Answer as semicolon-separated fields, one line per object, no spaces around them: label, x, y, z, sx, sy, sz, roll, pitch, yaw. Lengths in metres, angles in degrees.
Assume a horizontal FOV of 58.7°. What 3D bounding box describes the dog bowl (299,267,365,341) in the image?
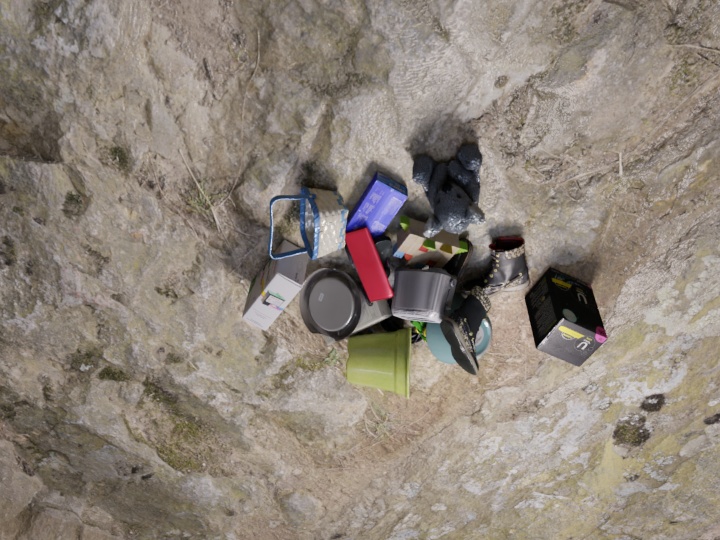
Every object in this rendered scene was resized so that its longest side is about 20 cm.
dog bowl;-0.073;0.092;1.775;0.194;0.058;0.207;1;93;25

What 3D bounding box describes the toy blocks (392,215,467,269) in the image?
toy blocks;0.163;-0.058;1.688;0.195;0.102;0.137;14;143;-20

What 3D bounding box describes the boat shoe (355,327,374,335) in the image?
boat shoe;0.020;0.233;1.935;0.071;0.073;0.201;-23;124;22

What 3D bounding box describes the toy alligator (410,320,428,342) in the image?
toy alligator;0.182;0.154;1.816;0.054;0.059;0.201;-45;114;-12

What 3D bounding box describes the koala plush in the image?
koala plush;0.221;-0.162;1.521;0.172;0.203;0.187;-12;128;12

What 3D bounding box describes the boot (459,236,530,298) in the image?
boot;0.358;-0.006;1.719;0.194;0.074;0.153;-9;129;6

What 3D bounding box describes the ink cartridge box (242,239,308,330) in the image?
ink cartridge box;-0.233;0.039;1.748;0.083;0.147;0.200;29;126;-20

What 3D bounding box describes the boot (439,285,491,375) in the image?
boot;0.298;0.160;1.685;0.073;0.154;0.206;15;143;49

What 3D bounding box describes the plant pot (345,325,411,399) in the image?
plant pot;0.053;0.257;1.819;0.178;0.203;0.205;1;130;5

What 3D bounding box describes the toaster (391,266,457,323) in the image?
toaster;0.159;0.064;1.704;0.196;0.133;0.113;3;168;37

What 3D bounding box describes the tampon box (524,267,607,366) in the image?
tampon box;0.551;0.125;1.730;0.146;0.203;0.128;21;128;-14

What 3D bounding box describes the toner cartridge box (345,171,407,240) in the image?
toner cartridge box;0.033;-0.148;1.646;0.093;0.044;0.201;24;127;-16

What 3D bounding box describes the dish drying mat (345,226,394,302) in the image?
dish drying mat;0.022;-0.015;1.678;0.075;0.018;0.204;-11;111;29

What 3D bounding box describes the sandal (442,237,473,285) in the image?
sandal;0.255;-0.002;1.743;0.054;0.082;0.203;-2;128;-41

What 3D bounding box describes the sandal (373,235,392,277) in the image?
sandal;0.051;-0.010;1.724;0.073;0.049;0.203;-13;145;-10

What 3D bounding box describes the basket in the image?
basket;-0.136;-0.114;1.610;0.195;0.140;0.180;-10;134;-24

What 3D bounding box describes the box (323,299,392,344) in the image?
box;-0.017;0.129;1.827;0.197;0.077;0.097;-26;79;24

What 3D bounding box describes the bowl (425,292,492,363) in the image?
bowl;0.289;0.173;1.781;0.195;0.104;0.208;-4;100;-25

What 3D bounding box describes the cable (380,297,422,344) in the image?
cable;0.131;0.142;1.869;0.158;0.052;0.204;1;130;3

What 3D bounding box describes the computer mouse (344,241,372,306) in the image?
computer mouse;0.000;0.000;1.726;0.033;0.059;0.205;-20;103;5
